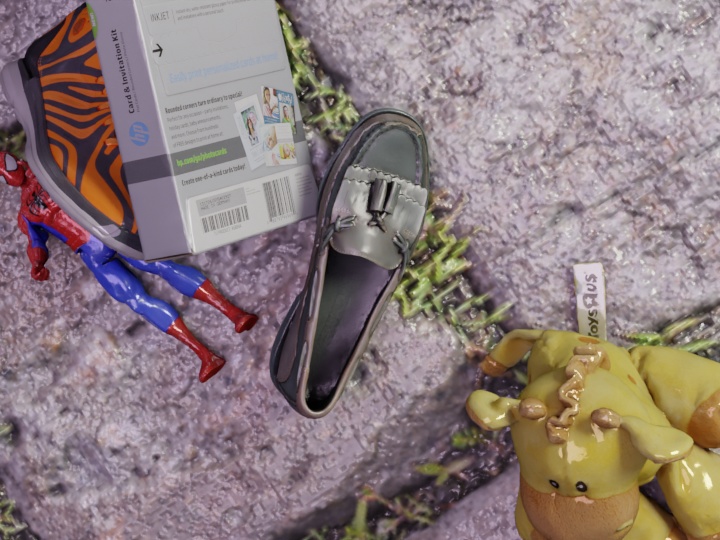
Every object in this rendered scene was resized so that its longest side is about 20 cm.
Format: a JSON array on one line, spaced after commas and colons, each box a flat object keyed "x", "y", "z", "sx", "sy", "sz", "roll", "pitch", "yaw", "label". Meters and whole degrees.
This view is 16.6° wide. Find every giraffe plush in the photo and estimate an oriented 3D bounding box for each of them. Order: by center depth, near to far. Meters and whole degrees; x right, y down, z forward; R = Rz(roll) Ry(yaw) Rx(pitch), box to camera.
[{"x": 0.144, "y": 0.103, "z": 1.469, "sx": 0.173, "sy": 0.162, "sz": 0.200, "roll": -20, "pitch": 93, "yaw": 16, "label": "giraffe plush"}]

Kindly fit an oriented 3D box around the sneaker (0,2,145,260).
[{"x": -0.150, "y": -0.102, "z": 1.520, "sx": 0.112, "sy": 0.078, "sz": 0.200, "roll": -44, "pitch": 49, "yaw": 14, "label": "sneaker"}]

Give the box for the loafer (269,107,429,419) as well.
[{"x": 0.000, "y": 0.000, "z": 1.535, "sx": 0.072, "sy": 0.063, "sz": 0.200, "roll": 15, "pitch": 105, "yaw": -15, "label": "loafer"}]

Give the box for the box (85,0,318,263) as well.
[{"x": -0.096, "y": -0.116, "z": 1.501, "sx": 0.041, "sy": 0.156, "sz": 0.200, "roll": -9, "pitch": 97, "yaw": 31, "label": "box"}]

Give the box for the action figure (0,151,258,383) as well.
[{"x": -0.167, "y": -0.010, "z": 1.568, "sx": 0.200, "sy": 0.099, "sz": 0.065, "roll": 39, "pitch": 104, "yaw": 9, "label": "action figure"}]
